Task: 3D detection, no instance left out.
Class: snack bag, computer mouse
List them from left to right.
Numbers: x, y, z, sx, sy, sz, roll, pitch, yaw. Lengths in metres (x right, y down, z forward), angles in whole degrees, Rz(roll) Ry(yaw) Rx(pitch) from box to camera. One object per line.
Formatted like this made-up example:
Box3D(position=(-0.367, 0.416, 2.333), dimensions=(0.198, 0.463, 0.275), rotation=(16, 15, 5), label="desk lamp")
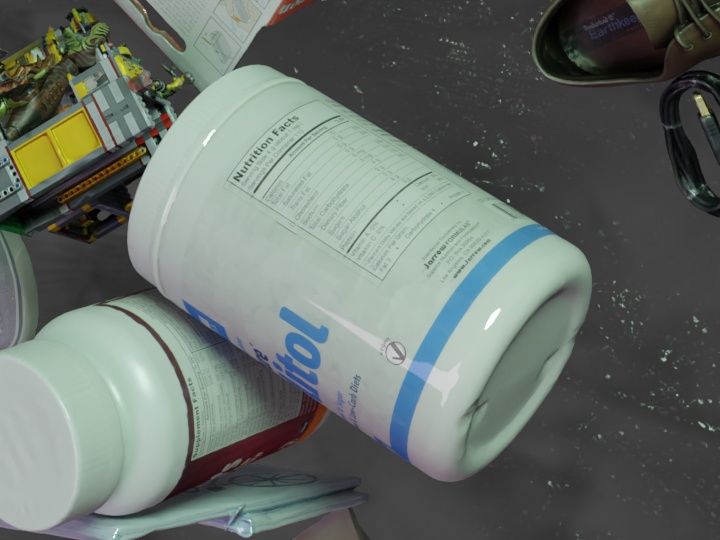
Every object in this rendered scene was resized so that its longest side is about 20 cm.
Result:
Box3D(position=(-0.127, 0.131, 1.078), dimensions=(0.188, 0.200, 0.021), rotation=(2, 94, 39), label="snack bag")
Box3D(position=(0.184, 0.003, 0.830), dimensions=(0.059, 0.034, 0.200), rotation=(-21, 108, 46), label="computer mouse")

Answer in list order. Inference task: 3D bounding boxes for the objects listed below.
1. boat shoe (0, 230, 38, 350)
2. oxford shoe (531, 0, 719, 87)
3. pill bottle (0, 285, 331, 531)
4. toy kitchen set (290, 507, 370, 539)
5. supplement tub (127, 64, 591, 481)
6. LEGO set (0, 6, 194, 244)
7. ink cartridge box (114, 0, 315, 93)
Box3D(position=(-0.265, -0.033, 1.177), dimensions=(0.070, 0.071, 0.201), rotation=(-3, 112, 41), label="boat shoe")
Box3D(position=(0.151, -0.116, 0.769), dimensions=(0.200, 0.084, 0.073), rotation=(-27, 95, 44), label="oxford shoe")
Box3D(position=(-0.109, 0.065, 1.001), dimensions=(0.109, 0.200, 0.110), rotation=(11, 109, 36), label="pill bottle")
Box3D(position=(0.028, 0.254, 1.118), dimensions=(0.200, 0.180, 0.163), rotation=(-37, 46, 15), label="toy kitchen set")
Box3D(position=(0.000, 0.000, 0.932), dimensions=(0.200, 0.132, 0.132), rotation=(32, 131, 22), label="supplement tub")
Box3D(position=(-0.142, -0.095, 0.984), dimensions=(0.116, 0.200, 0.154), rotation=(-29, 71, 10), label="LEGO set")
Box3D(position=(-0.054, -0.184, 0.925), dimensions=(0.109, 0.050, 0.200), rotation=(47, 136, 7), label="ink cartridge box")
